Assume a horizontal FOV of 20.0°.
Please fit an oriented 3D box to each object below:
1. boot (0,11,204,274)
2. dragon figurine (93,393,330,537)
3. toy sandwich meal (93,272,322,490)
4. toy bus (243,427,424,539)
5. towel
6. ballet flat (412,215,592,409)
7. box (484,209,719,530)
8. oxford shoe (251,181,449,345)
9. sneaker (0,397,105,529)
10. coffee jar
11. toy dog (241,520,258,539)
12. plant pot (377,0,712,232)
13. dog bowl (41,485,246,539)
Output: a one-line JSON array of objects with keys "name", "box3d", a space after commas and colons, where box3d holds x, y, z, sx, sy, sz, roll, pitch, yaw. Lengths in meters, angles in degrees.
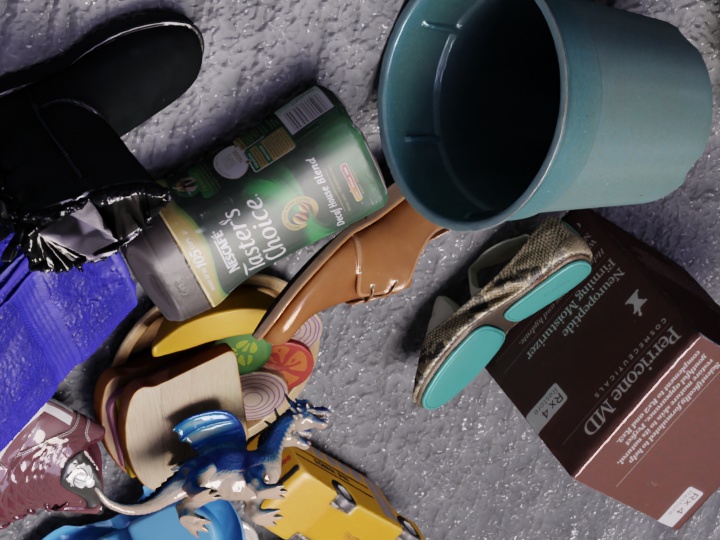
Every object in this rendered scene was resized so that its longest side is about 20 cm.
[{"name": "boot", "box3d": [-0.175, -0.089, 1.404, 0.198, 0.162, 0.073, -23, 135, -13]}, {"name": "dragon figurine", "box3d": [-0.116, 0.151, 1.604, 0.200, 0.099, 0.059, -6, 135, -15]}, {"name": "toy sandwich meal", "box3d": [-0.117, 0.090, 1.644, 0.205, 0.070, 0.205, -16, 131, -19]}, {"name": "toy bus", "box3d": [-0.026, 0.209, 1.779, 0.065, 0.078, 0.200, -43, 140, 10]}, {"name": "towel", "box3d": [-0.249, 0.045, 1.493, 0.200, 0.050, 0.148, -49, 139, -24]}, {"name": "ballet flat", "box3d": [0.108, 0.030, 1.728, 0.200, 0.075, 0.068, -44, 149, 13]}, {"name": "box", "box3d": [0.232, 0.083, 1.754, 0.164, 0.200, 0.166, 29, 106, -41]}, {"name": "oxford shoe", "box3d": [0.000, 0.000, 1.595, 0.200, 0.071, 0.071, -41, -179, -19]}, {"name": "sneaker", "box3d": [-0.267, 0.190, 1.615, 0.115, 0.076, 0.200, 25, 110, -24]}, {"name": "coffee jar", "box3d": [-0.085, -0.048, 1.543, 0.200, 0.085, 0.104, -31, 134, -5]}, {"name": "toy dog", "box3d": [-0.100, 0.274, 1.806, 0.200, 0.096, 0.132, 36, 108, -29]}, {"name": "plant pot", "box3d": [0.152, -0.127, 1.557, 0.196, 0.200, 0.200, 1, 124, -40]}, {"name": "dog bowl", "box3d": [-0.184, 0.246, 1.695, 0.200, 0.112, 0.050, -27, 167, 7]}]
